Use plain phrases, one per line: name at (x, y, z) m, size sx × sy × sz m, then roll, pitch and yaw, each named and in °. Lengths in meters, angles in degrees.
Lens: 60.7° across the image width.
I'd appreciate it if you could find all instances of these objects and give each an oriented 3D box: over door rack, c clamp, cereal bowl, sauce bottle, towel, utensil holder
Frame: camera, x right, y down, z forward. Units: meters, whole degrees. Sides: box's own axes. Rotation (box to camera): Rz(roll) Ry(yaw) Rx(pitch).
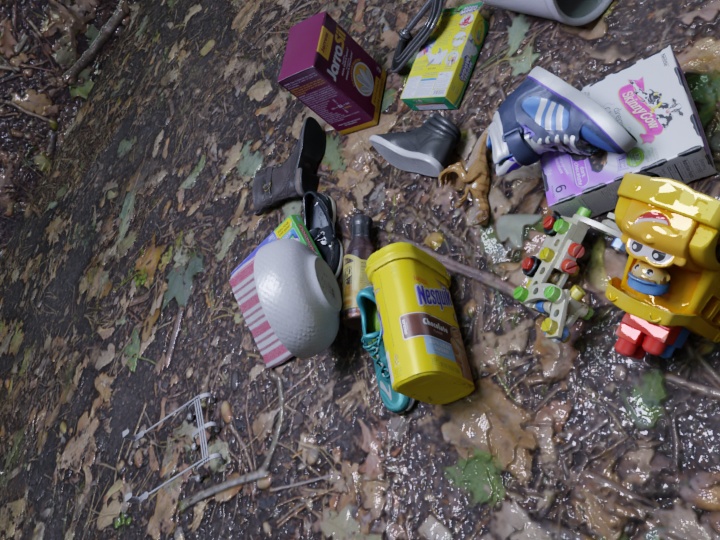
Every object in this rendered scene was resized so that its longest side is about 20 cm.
over door rack at (-0.361, 0.347, 1.201) m, size 0.198 × 0.067 × 0.149 m, roll -26°, pitch 50°, yaw 4°
c clamp at (0.119, -0.483, 1.191) m, size 0.200 × 0.027 × 0.173 m, roll -41°, pitch 35°, yaw 49°
cereal bowl at (-0.088, 0.036, 1.003) m, size 0.083 × 0.200 × 0.202 m, roll -24°, pitch 53°, yaw 15°
sauce bottle at (0.000, 0.000, 1.067) m, size 0.065 × 0.066 × 0.202 m, roll -20°, pitch 55°, yaw 33°
towel at (-0.159, 0.066, 1.148) m, size 0.146 × 0.030 × 0.202 m, roll -32°, pitch 78°, yaw 32°
utensil holder at (0.292, -0.495, 0.985) m, size 0.171 × 0.169 × 0.200 m, roll -55°, pitch 41°, yaw 4°

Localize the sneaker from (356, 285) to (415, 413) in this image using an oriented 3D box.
sneaker at (0.032, 0.122, 0.951) m, size 0.077 × 0.079 × 0.203 m, roll -25°, pitch 70°, yaw 33°

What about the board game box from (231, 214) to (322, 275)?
board game box at (-0.155, 0.007, 1.171) m, size 0.200 × 0.029 × 0.136 m, roll -40°, pitch 73°, yaw 31°

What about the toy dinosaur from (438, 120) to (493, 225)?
toy dinosaur at (0.185, -0.163, 0.999) m, size 0.105 × 0.060 × 0.203 m, roll 2°, pitch 77°, yaw 21°

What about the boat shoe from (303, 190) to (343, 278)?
boat shoe at (-0.080, -0.069, 1.171) m, size 0.074 × 0.066 × 0.202 m, roll -21°, pitch 57°, yaw 32°

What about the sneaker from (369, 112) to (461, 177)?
sneaker at (0.101, -0.234, 1.097) m, size 0.100 × 0.071 × 0.199 m, roll -53°, pitch 41°, yaw -7°

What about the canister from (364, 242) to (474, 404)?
canister at (0.087, 0.079, 0.889) m, size 0.086 × 0.148 × 0.202 m, roll -29°, pitch 54°, yaw 28°

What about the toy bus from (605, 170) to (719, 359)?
toy bus at (0.335, 0.009, 0.671) m, size 0.135 × 0.199 × 0.194 m, roll 36°, pitch 102°, yaw 46°

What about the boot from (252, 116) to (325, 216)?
boot at (-0.166, -0.225, 1.328) m, size 0.173 × 0.069 × 0.203 m, roll -7°, pitch 66°, yaw 39°

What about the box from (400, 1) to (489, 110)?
box at (0.159, -0.397, 1.138) m, size 0.117 × 0.048 × 0.202 m, roll 14°, pitch 81°, yaw 46°

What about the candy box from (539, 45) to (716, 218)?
candy box at (0.348, -0.178, 0.835) m, size 0.198 × 0.071 × 0.170 m, roll -22°, pitch 56°, yaw 34°

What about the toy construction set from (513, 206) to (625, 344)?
toy construction set at (0.278, -0.007, 0.797) m, size 0.200 × 0.092 × 0.131 m, roll -50°, pitch 20°, yaw 0°

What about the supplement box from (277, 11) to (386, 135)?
supplement box at (-0.051, -0.381, 1.209) m, size 0.102 × 0.199 × 0.133 m, roll -6°, pitch 66°, yaw 40°

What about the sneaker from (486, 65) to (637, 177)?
sneaker at (0.251, -0.168, 0.821) m, size 0.147 × 0.080 × 0.201 m, roll -53°, pitch 46°, yaw 20°
